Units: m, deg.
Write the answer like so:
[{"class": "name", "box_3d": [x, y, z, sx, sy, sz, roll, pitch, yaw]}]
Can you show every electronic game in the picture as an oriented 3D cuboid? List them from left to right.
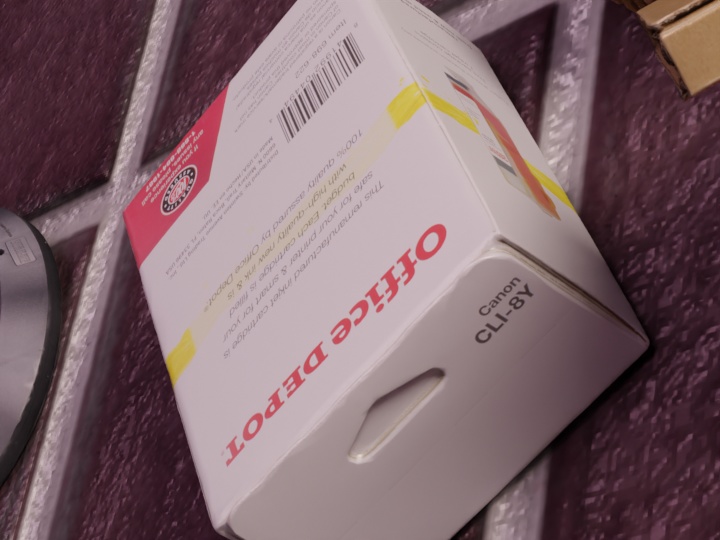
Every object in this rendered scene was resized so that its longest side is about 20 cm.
[{"class": "electronic game", "box_3d": [-0.224, 0.059, 1.015, 0.199, 0.042, 0.201, -24, 52, 34]}]

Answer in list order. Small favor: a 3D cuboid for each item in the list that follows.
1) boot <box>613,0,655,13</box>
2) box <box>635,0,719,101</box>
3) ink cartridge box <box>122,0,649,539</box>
[{"class": "boot", "box_3d": [0.141, -0.139, 0.675, 0.200, 0.075, 0.108, 11, 70, 47]}, {"class": "box", "box_3d": [0.162, -0.104, 0.498, 0.199, 0.021, 0.163, -29, 4, 10]}, {"class": "ink cartridge box", "box_3d": [0.000, 0.000, 0.729, 0.145, 0.083, 0.200, -47, 35, 18]}]
